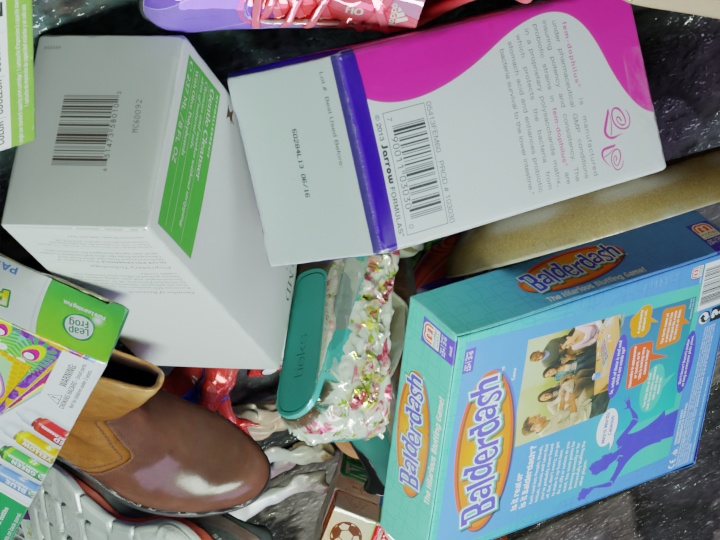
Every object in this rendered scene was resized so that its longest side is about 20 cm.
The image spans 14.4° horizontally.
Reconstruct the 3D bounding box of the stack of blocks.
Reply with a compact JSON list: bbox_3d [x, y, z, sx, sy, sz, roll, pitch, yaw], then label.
[{"bbox_3d":[0.033,0.160,1.843,0.114,0.200,0.059,20,107,-2],"label":"stack of blocks"}]

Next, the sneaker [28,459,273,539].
[{"bbox_3d":[-0.128,0.158,1.737,0.082,0.199,0.078,-20,118,-37],"label":"sneaker"}]

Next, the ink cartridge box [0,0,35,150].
[{"bbox_3d":[-0.251,-0.098,1.269,0.199,0.076,0.148,-18,153,-15],"label":"ink cartridge box"}]

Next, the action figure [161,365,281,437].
[{"bbox_3d":[-0.130,0.102,1.714,0.199,0.065,0.099,-23,114,-5],"label":"action figure"}]

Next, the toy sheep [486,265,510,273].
[{"bbox_3d":[0.107,0.052,1.673,0.199,0.138,0.138,-31,153,6],"label":"toy sheep"}]

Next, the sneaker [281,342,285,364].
[{"bbox_3d":[-0.080,0.021,1.634,0.199,0.072,0.072,11,145,-44],"label":"sneaker"}]

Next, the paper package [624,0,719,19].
[{"bbox_3d":[0.233,-0.215,1.422,0.199,0.104,0.191,5,142,-42],"label":"paper package"}]

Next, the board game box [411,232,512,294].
[{"bbox_3d":[0.084,-0.030,1.699,0.134,0.045,0.199,-39,149,27],"label":"board game box"}]

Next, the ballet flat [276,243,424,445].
[{"bbox_3d":[0.000,0.000,1.534,0.064,0.201,0.075,20,165,-33],"label":"ballet flat"}]

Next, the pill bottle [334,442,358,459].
[{"bbox_3d":[0.070,0.087,1.830,0.199,0.107,0.106,3,143,-43],"label":"pill bottle"}]

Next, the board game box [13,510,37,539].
[{"bbox_3d":[-0.182,0.213,1.839,0.032,0.121,0.200,-25,154,19],"label":"board game box"}]

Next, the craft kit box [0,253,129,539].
[{"bbox_3d":[-0.241,0.048,1.463,0.197,0.049,0.200,26,138,-6],"label":"craft kit box"}]

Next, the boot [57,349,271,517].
[{"bbox_3d":[-0.125,0.070,1.572,0.187,0.069,0.200,27,161,-3],"label":"boot"}]

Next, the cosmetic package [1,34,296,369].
[{"bbox_3d":[-0.101,-0.031,1.455,0.084,0.108,0.200,1,160,20],"label":"cosmetic package"}]

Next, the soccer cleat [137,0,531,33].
[{"bbox_3d":[-0.009,-0.144,1.385,0.199,0.073,0.068,-16,152,-17],"label":"soccer cleat"}]

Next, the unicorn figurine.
[{"bbox_3d":[-0.086,0.144,1.860,0.137,0.074,0.201,-19,135,-13],"label":"unicorn figurine"}]

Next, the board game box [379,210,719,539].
[{"bbox_3d":[0.108,0.062,1.553,0.199,0.045,0.153,-16,129,-33],"label":"board game box"}]

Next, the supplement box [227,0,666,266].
[{"bbox_3d":[0.046,-0.075,1.451,0.199,0.102,0.103,-16,-174,-36],"label":"supplement box"}]

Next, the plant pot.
[{"bbox_3d":[0.138,-0.036,1.570,0.199,0.028,0.200,-18,-179,0],"label":"plant pot"}]

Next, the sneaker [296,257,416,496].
[{"bbox_3d":[-0.006,0.038,1.610,0.080,0.201,0.071,-20,-178,43],"label":"sneaker"}]
